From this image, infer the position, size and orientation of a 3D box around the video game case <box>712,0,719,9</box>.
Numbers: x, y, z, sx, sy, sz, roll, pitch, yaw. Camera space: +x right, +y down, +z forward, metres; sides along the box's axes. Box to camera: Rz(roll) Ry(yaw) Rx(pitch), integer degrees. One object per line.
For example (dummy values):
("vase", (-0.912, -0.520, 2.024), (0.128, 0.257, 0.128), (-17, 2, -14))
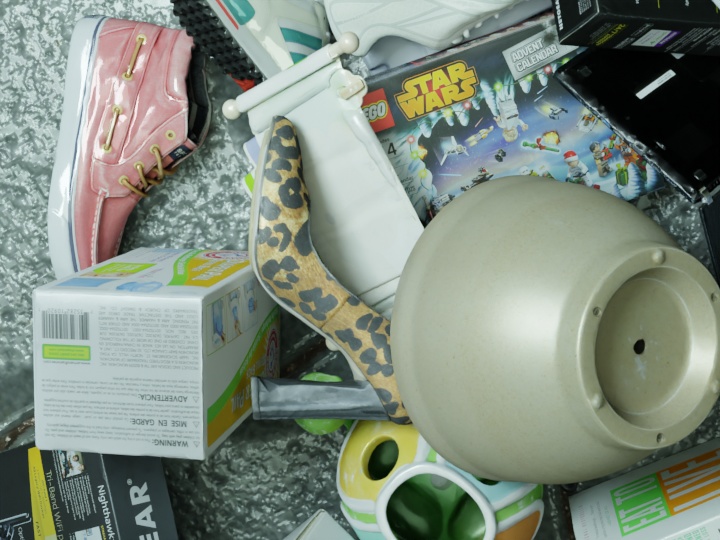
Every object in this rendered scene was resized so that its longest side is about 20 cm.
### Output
("video game case", (0.289, -0.189, 0.854), (0.200, 0.022, 0.182), (45, 57, -13))

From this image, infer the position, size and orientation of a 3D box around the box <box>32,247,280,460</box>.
("box", (-0.127, 0.048, 0.917), (0.112, 0.200, 0.101), (2, 99, 9))

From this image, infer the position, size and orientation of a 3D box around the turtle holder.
("turtle holder", (0.047, 0.135, 0.948), (0.141, 0.132, 0.186), (-23, 95, 10))

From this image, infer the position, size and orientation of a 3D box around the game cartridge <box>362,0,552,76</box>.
("game cartridge", (0.074, -0.225, 0.942), (0.200, 0.041, 0.133), (-25, 98, 9))

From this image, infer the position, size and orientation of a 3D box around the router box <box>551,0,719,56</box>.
("router box", (0.183, -0.237, 0.856), (0.149, 0.051, 0.200), (0, 76, -24))

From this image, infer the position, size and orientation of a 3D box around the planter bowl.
("planter bowl", (0.138, 0.041, 0.841), (0.200, 0.135, 0.200), (-2, 94, -32))

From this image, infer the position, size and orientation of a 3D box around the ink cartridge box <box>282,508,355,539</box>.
("ink cartridge box", (-0.048, 0.283, 0.968), (0.144, 0.084, 0.200), (45, 126, -2))

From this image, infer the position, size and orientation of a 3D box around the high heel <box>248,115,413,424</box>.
("high heel", (0.000, 0.000, 0.885), (0.143, 0.071, 0.200), (-1, 95, -1))

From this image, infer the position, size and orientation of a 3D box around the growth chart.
("growth chart", (-0.018, -0.043, 0.902), (0.145, 0.018, 0.200), (-15, 105, 40))

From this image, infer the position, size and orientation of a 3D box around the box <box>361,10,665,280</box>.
("box", (0.093, -0.088, 0.924), (0.200, 0.040, 0.137), (-21, 105, -6))

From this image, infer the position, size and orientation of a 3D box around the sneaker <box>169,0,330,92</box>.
("sneaker", (-0.039, -0.144, 0.948), (0.093, 0.070, 0.200), (-45, 108, -20))

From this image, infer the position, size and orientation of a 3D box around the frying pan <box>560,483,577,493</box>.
("frying pan", (0.145, 0.058, 0.972), (0.115, 0.031, 0.190), (-30, 103, 24))

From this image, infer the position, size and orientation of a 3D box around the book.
("book", (0.244, 0.155, 0.929), (0.200, 0.134, 0.048), (-25, 94, 9))

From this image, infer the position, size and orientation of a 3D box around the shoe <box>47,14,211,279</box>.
("shoe", (-0.161, -0.078, 0.970), (0.091, 0.071, 0.200), (7, 94, 11))

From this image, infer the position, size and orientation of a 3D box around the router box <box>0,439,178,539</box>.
("router box", (-0.193, 0.212, 0.967), (0.157, 0.052, 0.200), (-20, 80, 41))

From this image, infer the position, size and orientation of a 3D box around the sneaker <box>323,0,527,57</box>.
("sneaker", (0.071, -0.191, 0.902), (0.200, 0.075, 0.081), (-8, 121, 2))

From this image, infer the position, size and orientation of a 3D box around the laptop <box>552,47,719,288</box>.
("laptop", (0.250, -0.084, 0.913), (0.177, 0.103, 0.200), (-36, 69, -21))
